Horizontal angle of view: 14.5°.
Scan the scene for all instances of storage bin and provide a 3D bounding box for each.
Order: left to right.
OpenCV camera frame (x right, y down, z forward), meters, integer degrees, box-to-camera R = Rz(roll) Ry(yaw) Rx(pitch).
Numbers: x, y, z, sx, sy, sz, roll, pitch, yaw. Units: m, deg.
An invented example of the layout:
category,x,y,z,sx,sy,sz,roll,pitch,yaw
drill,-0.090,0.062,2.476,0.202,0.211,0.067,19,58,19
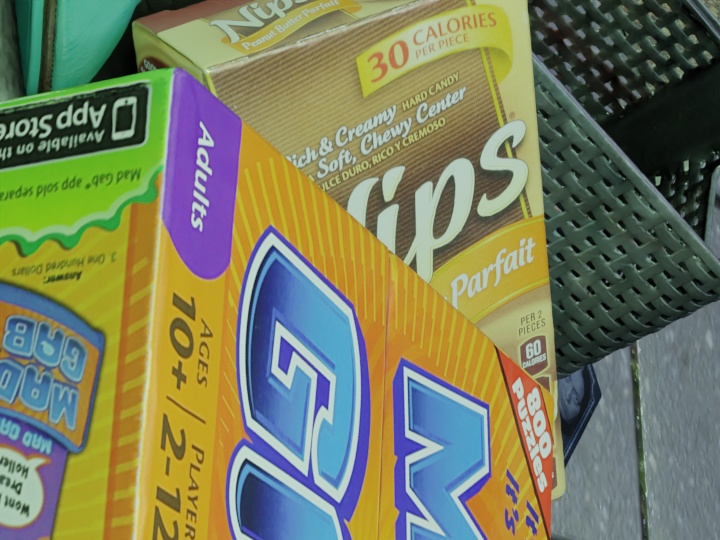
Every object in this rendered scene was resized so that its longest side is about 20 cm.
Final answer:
category,x,y,z,sx,sy,sz,roll,pitch,yaw
storage bin,0.059,-0.074,1.067,0.200,0.094,0.135,45,35,-24

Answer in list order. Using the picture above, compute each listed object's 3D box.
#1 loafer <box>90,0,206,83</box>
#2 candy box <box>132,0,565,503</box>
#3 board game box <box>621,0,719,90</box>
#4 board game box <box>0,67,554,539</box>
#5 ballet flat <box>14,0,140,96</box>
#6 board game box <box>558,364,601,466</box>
category,x,y,z,sx,sy,sz,roll,pitch,yaw
loafer,-0.063,-0.102,0.945,0.071,0.073,0.200,-57,142,-61
candy box,0.000,0.000,0.922,0.115,0.055,0.200,-20,122,-24
board game box,0.231,-0.190,1.484,0.097,0.159,0.200,63,31,-33
board game box,-0.086,0.099,0.662,0.200,0.200,0.200,41,46,-54
ballet flat,-0.078,-0.141,0.853,0.067,0.070,0.200,-116,-161,-58
board game box,0.041,-0.001,1.161,0.136,0.035,0.200,-55,131,-57
